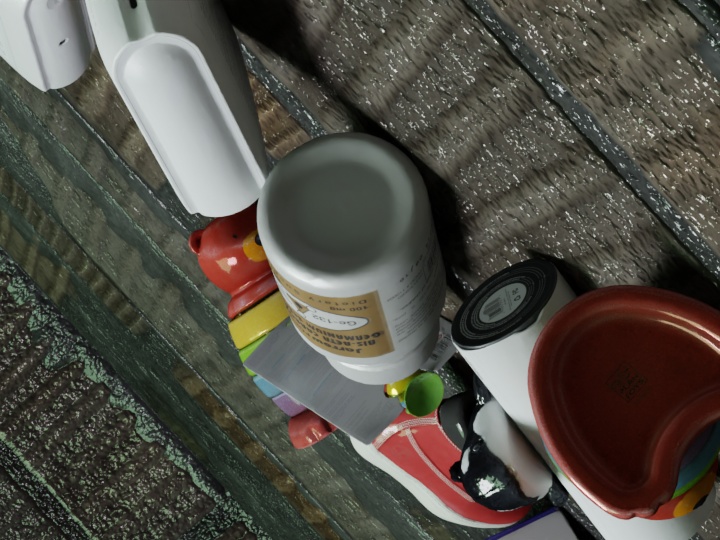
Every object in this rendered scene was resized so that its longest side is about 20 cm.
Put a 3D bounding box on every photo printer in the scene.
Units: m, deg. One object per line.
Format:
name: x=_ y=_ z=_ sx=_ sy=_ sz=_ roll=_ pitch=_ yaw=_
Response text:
photo printer: x=-0.125 y=-0.153 z=1.487 sx=0.200 sy=0.069 sz=0.167 roll=65 pitch=-172 yaw=-55
photo printer: x=-0.291 y=-0.246 z=1.839 sx=0.166 sy=0.069 sz=0.200 roll=44 pitch=167 yaw=13

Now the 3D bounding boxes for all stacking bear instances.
stacking bear: x=0.161 y=0.089 z=1.315 sx=0.114 sy=0.121 sz=0.200 roll=40 pitch=173 yaw=20
stacking bear: x=-0.063 y=0.036 z=1.930 sx=0.200 sy=0.121 sz=0.114 roll=57 pitch=160 yaw=-2

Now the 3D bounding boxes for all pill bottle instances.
pill bottle: x=0.000 y=0.000 z=1.572 sx=0.114 sy=0.114 sz=0.200 roll=41 pitch=167 yaw=23

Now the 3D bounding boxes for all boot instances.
boot: x=0.106 y=0.150 z=1.814 sx=0.144 sy=0.073 sz=0.200 roll=-7 pitch=150 yaw=42

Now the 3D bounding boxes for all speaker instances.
speaker: x=0.143 y=0.091 z=1.456 sx=0.200 sy=0.081 sz=0.081 roll=51 pitch=167 yaw=-25

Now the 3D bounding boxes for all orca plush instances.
orca plush: x=0.081 y=0.105 z=1.513 sx=0.105 sy=0.071 sz=0.200 roll=51 pitch=-159 yaw=-27

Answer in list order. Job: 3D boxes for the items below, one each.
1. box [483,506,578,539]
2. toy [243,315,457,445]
box: x=0.110 y=0.303 z=1.957 sx=0.105 sy=0.183 sz=0.200 roll=63 pitch=172 yaw=19
toy: x=0.003 y=0.072 z=1.787 sx=0.047 sy=0.115 sz=0.200 roll=49 pitch=168 yaw=-30
